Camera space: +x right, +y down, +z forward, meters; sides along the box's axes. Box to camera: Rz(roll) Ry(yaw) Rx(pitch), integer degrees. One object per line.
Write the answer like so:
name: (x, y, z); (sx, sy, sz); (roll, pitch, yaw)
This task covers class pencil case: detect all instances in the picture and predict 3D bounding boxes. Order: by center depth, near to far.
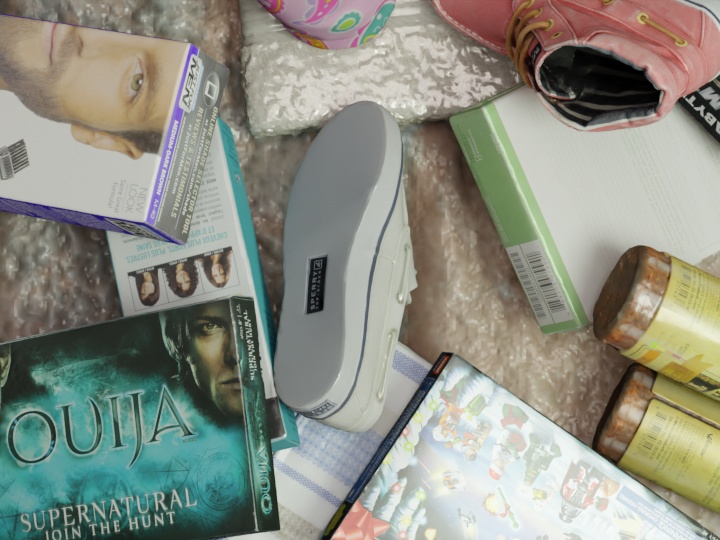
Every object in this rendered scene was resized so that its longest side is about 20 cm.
pencil case: (-0.034, -0.192, 1.589); (0.087, 0.200, 0.088); (-4, 74, 13)

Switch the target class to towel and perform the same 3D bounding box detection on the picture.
towel: (-0.001, 0.142, 1.668); (0.147, 0.024, 0.200); (32, 84, -1)
towel: (0.023, -0.152, 1.703); (0.200, 0.034, 0.133); (-6, 82, -3)

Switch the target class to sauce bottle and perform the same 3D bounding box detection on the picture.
sauce bottle: (0.233, 0.053, 1.619); (0.200, 0.066, 0.066); (26, 82, -11)
sauce bottle: (0.237, 0.123, 1.661); (0.200, 0.066, 0.066); (27, 82, 2)

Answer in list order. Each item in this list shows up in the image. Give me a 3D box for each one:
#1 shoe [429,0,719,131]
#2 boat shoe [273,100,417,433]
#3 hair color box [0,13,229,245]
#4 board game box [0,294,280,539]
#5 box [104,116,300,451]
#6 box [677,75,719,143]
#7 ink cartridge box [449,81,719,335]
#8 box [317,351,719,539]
shoe: (0.109, -0.137, 1.606); (0.200, 0.072, 0.091); (17, 36, 28)
boat shoe: (0.000, 0.000, 1.647); (0.071, 0.070, 0.200); (-12, 60, 34)
hair color box: (-0.187, -0.088, 1.632); (0.200, 0.065, 0.110); (10, 82, 22)
board game box: (-0.143, 0.096, 1.613); (0.200, 0.028, 0.136); (-12, 81, 29)
box: (-0.098, 0.014, 1.652); (0.082, 0.049, 0.200); (-14, 79, 8)
box: (0.232, -0.192, 1.683); (0.198, 0.050, 0.200); (44, 62, 5)
ink cartridge box: (0.168, -0.067, 1.683); (0.200, 0.048, 0.146); (-27, 95, -28)
box: (0.094, 0.159, 1.645); (0.200, 0.040, 0.137); (34, 84, -8)
